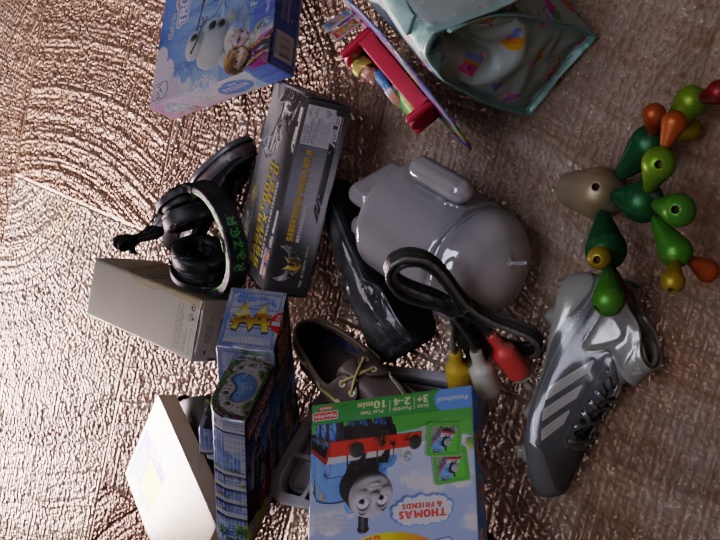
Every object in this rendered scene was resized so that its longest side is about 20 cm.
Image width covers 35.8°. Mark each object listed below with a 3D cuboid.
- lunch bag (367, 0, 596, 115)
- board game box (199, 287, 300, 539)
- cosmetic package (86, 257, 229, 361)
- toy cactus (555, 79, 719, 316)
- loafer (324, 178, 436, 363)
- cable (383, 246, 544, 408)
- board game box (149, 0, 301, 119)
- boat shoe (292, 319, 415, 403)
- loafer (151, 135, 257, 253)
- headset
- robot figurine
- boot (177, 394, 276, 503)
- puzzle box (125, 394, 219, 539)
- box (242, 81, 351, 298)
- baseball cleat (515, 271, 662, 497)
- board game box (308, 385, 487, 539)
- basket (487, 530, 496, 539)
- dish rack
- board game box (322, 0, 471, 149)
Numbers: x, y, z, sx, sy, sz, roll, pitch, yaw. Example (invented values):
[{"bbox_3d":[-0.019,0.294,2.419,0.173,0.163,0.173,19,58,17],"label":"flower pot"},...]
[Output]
[{"bbox_3d":[0.082,-0.238,0.972,0.122,0.200,0.170,-50,58,29],"label":"lunch bag"},{"bbox_3d":[-0.111,0.130,1.097,0.062,0.200,0.200,5,117,10],"label":"board game box"},{"bbox_3d":[-0.214,0.043,1.290,0.200,0.103,0.073,19,100,39],"label":"cosmetic package"},{"bbox_3d":[0.227,-0.061,0.919,0.165,0.102,0.200,22,99,64],"label":"toy cactus"},{"bbox_3d":[0.000,0.000,1.125,0.072,0.073,0.200,-42,62,38],"label":"loafer"},{"bbox_3d":[0.094,0.050,0.952,0.097,0.200,0.050,-17,48,19],"label":"cable"},{"bbox_3d":[-0.148,-0.288,1.251,0.199,0.043,0.200,-12,66,41],"label":"board game box"},{"bbox_3d":[-0.005,0.107,1.081,0.072,0.060,0.200,-40,37,-9],"label":"boat shoe"},{"bbox_3d":[-0.169,-0.079,1.287,0.200,0.072,0.063,-40,82,40],"label":"loafer"},{"bbox_3d":[-0.194,-0.034,1.214,0.200,0.094,0.124,10,114,55],"label":"headset"},{"bbox_3d":[0.075,-0.026,1.028,0.200,0.113,0.170,37,149,36],"label":"robot figurine"},{"bbox_3d":[-0.147,0.196,1.248,0.200,0.077,0.139,-15,74,39],"label":"boot"},{"bbox_3d":[-0.205,0.253,1.244,0.200,0.025,0.133,56,131,41],"label":"puzzle box"},{"bbox_3d":[-0.074,-0.089,1.159,0.158,0.048,0.200,-137,60,-67],"label":"box"},{"bbox_3d":[0.196,0.103,0.948,0.106,0.070,0.200,10,96,41],"label":"baseball cleat"},{"bbox_3d":[0.031,0.204,0.950,0.151,0.037,0.200,-9,60,16],"label":"board game box"},{"bbox_3d":[0.045,0.320,0.982,0.200,0.180,0.136,-30,106,9],"label":"basket"},{"bbox_3d":[0.024,0.173,1.072,0.200,0.044,0.172,3,51,41],"label":"dish rack"},{"bbox_3d":[0.025,-0.174,1.025,0.039,0.158,0.200,-39,35,6],"label":"board game box"}]
